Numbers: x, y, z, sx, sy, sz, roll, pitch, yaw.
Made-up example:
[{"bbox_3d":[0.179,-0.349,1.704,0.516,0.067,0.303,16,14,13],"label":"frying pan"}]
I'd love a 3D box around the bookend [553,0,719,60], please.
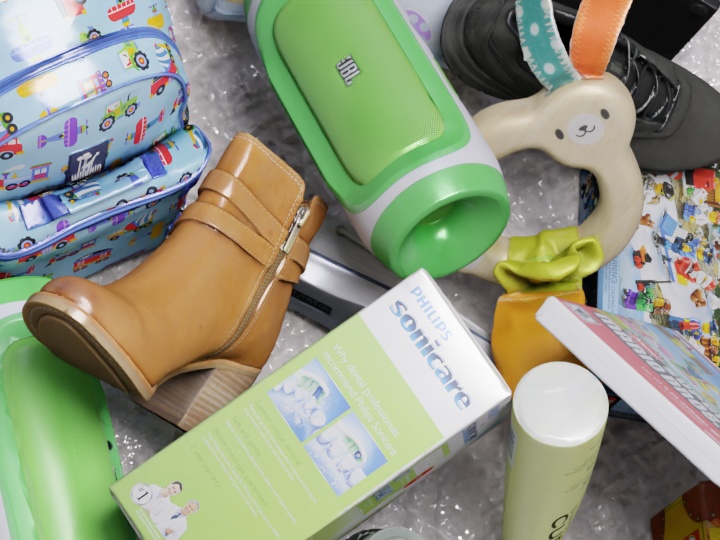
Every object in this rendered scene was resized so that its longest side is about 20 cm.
[{"bbox_3d":[0.158,-0.270,1.601,0.198,0.092,0.201,29,62,-6],"label":"bookend"}]

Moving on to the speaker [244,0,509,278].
[{"bbox_3d":[0.007,-0.093,1.389,0.088,0.089,0.200,-15,56,-22],"label":"speaker"}]

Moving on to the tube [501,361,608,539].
[{"bbox_3d":[0.103,0.120,1.368,0.058,0.200,0.052,-16,60,-12],"label":"tube"}]

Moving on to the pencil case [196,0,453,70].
[{"bbox_3d":[-0.001,-0.175,1.518,0.199,0.083,0.091,13,79,-12],"label":"pencil case"}]

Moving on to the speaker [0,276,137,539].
[{"bbox_3d":[-0.174,0.109,1.345,0.088,0.088,0.201,-8,71,-20],"label":"speaker"}]

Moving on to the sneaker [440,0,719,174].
[{"bbox_3d":[0.146,-0.109,1.474,0.199,0.091,0.076,19,85,-22],"label":"sneaker"}]

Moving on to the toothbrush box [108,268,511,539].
[{"bbox_3d":[-0.022,0.097,1.328,0.200,0.146,0.086,-36,81,-3],"label":"toothbrush box"}]

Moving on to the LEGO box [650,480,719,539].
[{"bbox_3d":[0.260,0.228,1.438,0.148,0.077,0.201,1,69,-17],"label":"LEGO box"}]

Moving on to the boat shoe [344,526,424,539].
[{"bbox_3d":[0.020,0.243,1.366,0.075,0.060,0.201,3,77,-31],"label":"boat shoe"}]

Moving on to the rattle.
[{"bbox_3d":[0.106,-0.048,1.385,0.130,0.201,0.143,26,37,2],"label":"rattle"}]

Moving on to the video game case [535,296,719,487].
[{"bbox_3d":[0.186,0.074,1.368,0.143,0.200,0.017,43,102,24],"label":"video game case"}]

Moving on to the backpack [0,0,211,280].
[{"bbox_3d":[-0.170,-0.083,1.360,0.182,0.200,0.135,-22,77,-25],"label":"backpack"}]

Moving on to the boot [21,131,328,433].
[{"bbox_3d":[-0.090,-0.003,1.325,0.076,0.200,0.156,24,82,34],"label":"boot"}]

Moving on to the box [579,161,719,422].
[{"bbox_3d":[0.204,-0.001,1.535,0.136,0.038,0.201,9,66,-13],"label":"box"}]

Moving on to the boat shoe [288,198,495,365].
[{"bbox_3d":[0.000,0.000,1.451,0.199,0.074,0.066,29,67,-5],"label":"boat shoe"}]
